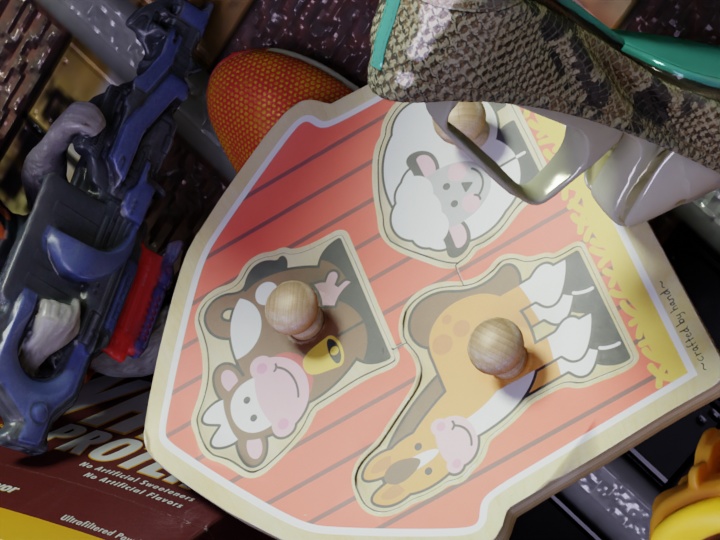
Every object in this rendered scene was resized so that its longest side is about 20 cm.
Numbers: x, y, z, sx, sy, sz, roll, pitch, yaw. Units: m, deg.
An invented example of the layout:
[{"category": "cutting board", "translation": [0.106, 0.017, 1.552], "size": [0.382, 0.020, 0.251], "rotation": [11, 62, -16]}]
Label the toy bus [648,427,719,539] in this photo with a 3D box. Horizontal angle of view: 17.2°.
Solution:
[{"category": "toy bus", "translation": [0.189, 0.051, 0.808], "size": [0.199, 0.135, 0.194], "rotation": [-4, 92, 33]}]

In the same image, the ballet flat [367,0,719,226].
[{"category": "ballet flat", "translation": [0.077, -0.055, 0.792], "size": [0.068, 0.199, 0.076], "rotation": [36, 106, 48]}]

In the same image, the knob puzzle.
[{"category": "knob puzzle", "translation": [0.005, 0.014, 0.847], "size": [0.218, 0.030, 0.221], "rotation": [-10, 64, 20]}]

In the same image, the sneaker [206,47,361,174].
[{"category": "sneaker", "translation": [0.000, 0.000, 0.917], "size": [0.073, 0.077, 0.201], "rotation": [-38, 82, 34]}]

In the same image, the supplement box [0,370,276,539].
[{"category": "supplement box", "translation": [-0.090, 0.154, 0.948], "size": [0.132, 0.200, 0.199], "rotation": [12, 112, 26]}]

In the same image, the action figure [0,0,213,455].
[{"category": "action figure", "translation": [-0.139, -0.031, 0.940], "size": [0.193, 0.201, 0.104], "rotation": [35, 153, -15]}]
